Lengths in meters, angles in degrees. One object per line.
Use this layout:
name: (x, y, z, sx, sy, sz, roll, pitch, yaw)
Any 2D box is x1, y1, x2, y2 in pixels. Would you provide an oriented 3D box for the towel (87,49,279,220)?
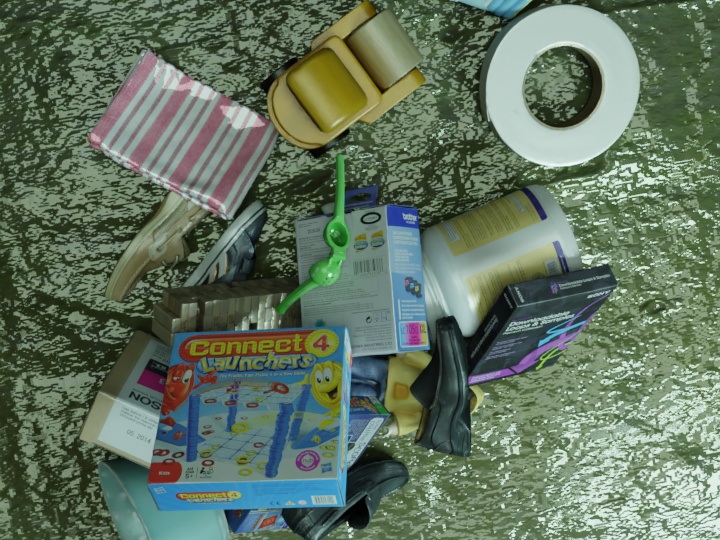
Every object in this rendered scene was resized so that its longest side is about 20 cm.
towel: (-0.211, -0.166, 1.345, 0.199, 0.030, 0.147, 29, 67, -6)

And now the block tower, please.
block tower: (-0.143, 0.047, 1.315, 0.199, 0.058, 0.054, -7, 114, -35)

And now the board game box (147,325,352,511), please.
board game box: (-0.112, 0.155, 1.181, 0.199, 0.196, 0.056, -3, 138, 6)

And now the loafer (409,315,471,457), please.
loafer: (0.094, 0.143, 1.324, 0.072, 0.073, 0.201, -1, 120, 7)

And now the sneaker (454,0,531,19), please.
sneaker: (0.196, -0.404, 1.356, 0.130, 0.080, 0.201, 25, 103, -4)

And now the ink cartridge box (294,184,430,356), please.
ink cartridge box: (0.000, 0.000, 1.295, 0.136, 0.076, 0.201, -8, 85, 33)

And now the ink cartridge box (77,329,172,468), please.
ink cartridge box: (-0.216, 0.174, 1.336, 0.199, 0.165, 0.075, 26, 112, -6)

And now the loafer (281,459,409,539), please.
loafer: (-0.008, 0.288, 1.369, 0.070, 0.200, 0.068, 49, 128, 27)

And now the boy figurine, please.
boy figurine: (0.058, 0.155, 1.410, 0.199, 0.064, 0.125, 13, 92, -2)

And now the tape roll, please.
tape roll: (0.248, -0.230, 1.380, 0.202, 0.037, 0.204, -2, 106, -8)

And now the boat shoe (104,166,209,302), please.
boat shoe: (-0.241, -0.036, 1.365, 0.064, 0.071, 0.200, 37, 91, -6)

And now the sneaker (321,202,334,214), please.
sneaker: (-0.033, 0.008, 1.394, 0.087, 0.075, 0.201, 16, 88, 7)

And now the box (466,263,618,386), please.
box: (0.207, 0.069, 1.333, 0.142, 0.200, 0.036, -11, 59, -23)

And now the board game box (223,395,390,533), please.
board game box: (-0.066, 0.237, 1.352, 0.034, 0.135, 0.200, 49, 115, 34)

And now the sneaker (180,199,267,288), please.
sneaker: (-0.165, 0.008, 1.373, 0.079, 0.078, 0.200, 39, 103, -2)

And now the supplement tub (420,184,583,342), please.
supplement tub: (0.157, -0.006, 1.358, 0.199, 0.145, 0.146, -22, 97, -1)

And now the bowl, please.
bowl: (-0.233, 0.305, 1.356, 0.105, 0.201, 0.202, -24, 97, -26)

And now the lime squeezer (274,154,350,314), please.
lime squeezer: (-0.039, -0.029, 1.265, 0.038, 0.071, 0.201, 16, 104, -26)

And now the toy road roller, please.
toy road roller: (-0.020, -0.228, 1.323, 0.200, 0.146, 0.123, -37, 97, 0)
